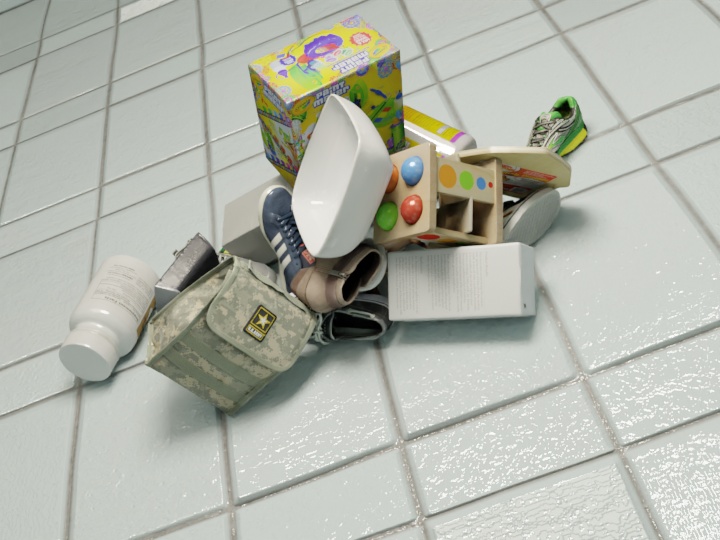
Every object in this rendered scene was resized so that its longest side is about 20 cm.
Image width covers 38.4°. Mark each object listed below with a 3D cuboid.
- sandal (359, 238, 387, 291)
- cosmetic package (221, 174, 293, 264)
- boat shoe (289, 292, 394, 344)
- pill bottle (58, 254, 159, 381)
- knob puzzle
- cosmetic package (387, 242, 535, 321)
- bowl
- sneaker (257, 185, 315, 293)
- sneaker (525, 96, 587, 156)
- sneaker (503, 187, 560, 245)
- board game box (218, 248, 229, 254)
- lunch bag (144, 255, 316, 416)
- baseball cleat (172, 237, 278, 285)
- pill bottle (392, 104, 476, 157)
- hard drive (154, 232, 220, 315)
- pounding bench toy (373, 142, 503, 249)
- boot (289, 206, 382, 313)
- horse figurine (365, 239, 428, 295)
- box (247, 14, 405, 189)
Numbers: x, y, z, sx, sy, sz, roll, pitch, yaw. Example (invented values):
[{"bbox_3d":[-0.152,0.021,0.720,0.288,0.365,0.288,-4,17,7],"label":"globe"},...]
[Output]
[{"bbox_3d":[0.003,-0.007,1.574,0.083,0.050,0.203,-66,24,-3],"label":"sandal"},{"bbox_3d":[-0.129,-0.094,1.708,0.200,0.090,0.107,-28,41,26],"label":"cosmetic package"},{"bbox_3d":[-0.046,0.076,1.543,0.198,0.074,0.068,4,30,20],"label":"boat shoe"},{"bbox_3d":[-0.416,0.080,1.712,0.114,0.115,0.200,-6,40,23],"label":"pill bottle"},{"bbox_3d":[0.225,-0.158,1.537,0.219,0.219,0.031,-1,75,29],"label":"knob puzzle"},{"bbox_3d":[0.142,0.019,1.470,0.199,0.071,0.102,-3,85,26],"label":"cosmetic package"},{"bbox_3d":[-0.023,-0.128,1.468,0.074,0.201,0.200,13,27,-23],"label":"bowl"},{"bbox_3d":[-0.095,-0.036,1.599,0.075,0.201,0.084,-31,26,-28],"label":"sneaker"},{"bbox_3d":[0.295,-0.210,1.689,0.078,0.085,0.200,13,52,40],"label":"sneaker"},{"bbox_3d":[0.215,-0.064,1.561,0.200,0.079,0.079,-42,46,-19],"label":"sneaker"},{"bbox_3d":[-0.204,-0.023,1.796,0.104,0.024,0.200,5,46,37],"label":"board game box"},{"bbox_3d":[-0.182,0.088,1.481,0.200,0.164,0.118,-41,32,20],"label":"lunch bag"},{"bbox_3d":[-0.230,-0.002,1.681,0.199,0.106,0.070,4,59,37],"label":"baseball cleat"},{"bbox_3d":[0.089,-0.215,1.743,0.200,0.104,0.104,29,59,20],"label":"pill bottle"},{"bbox_3d":[-0.258,0.053,1.597,0.042,0.200,0.135,21,52,17],"label":"hard drive"},{"bbox_3d":[0.082,-0.094,1.500,0.200,0.155,0.125,-13,73,53],"label":"pounding bench toy"},{"bbox_3d":[-0.021,-0.024,1.514,0.146,0.070,0.201,3,60,52],"label":"boot"},{"bbox_3d":[0.057,-0.033,1.635,0.200,0.050,0.132,-43,38,-21],"label":"horse figurine"},{"bbox_3d":[-0.047,-0.254,1.600,0.199,0.193,0.122,-28,52,-19],"label":"box"}]
